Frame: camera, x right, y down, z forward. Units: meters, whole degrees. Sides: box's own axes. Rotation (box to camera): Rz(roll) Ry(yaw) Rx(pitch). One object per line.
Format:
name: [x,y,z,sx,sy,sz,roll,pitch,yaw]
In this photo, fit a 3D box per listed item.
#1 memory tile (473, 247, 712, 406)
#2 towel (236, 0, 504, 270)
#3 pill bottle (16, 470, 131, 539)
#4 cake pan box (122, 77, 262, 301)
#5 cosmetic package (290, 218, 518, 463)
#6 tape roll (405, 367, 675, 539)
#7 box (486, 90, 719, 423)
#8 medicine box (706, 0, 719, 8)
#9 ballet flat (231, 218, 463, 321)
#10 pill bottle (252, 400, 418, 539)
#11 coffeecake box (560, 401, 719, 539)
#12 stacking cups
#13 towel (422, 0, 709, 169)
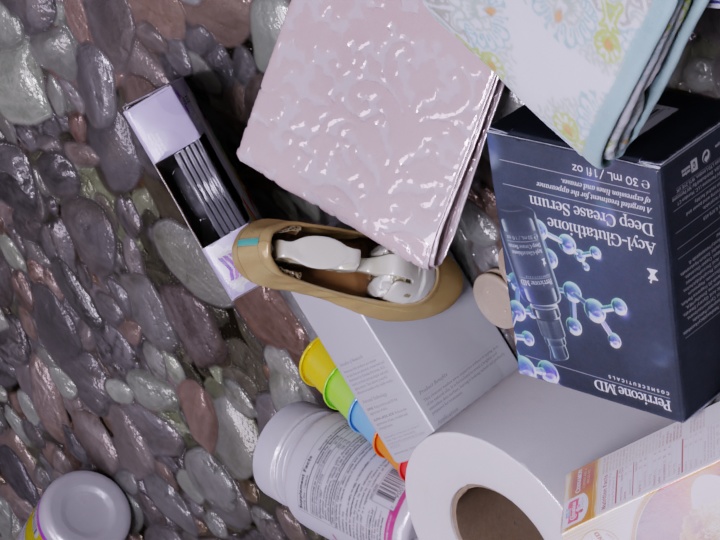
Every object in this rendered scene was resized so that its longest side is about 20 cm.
memory tile: [0.178,0.054,1.686,0.200,0.017,0.153,50,146,11]
towel: [0.012,-0.127,1.657,0.200,0.032,0.191,31,110,29]
pill bottle: [-0.332,0.308,2.465,0.104,0.104,0.200,50,147,9]
cake pan box: [-0.132,-0.073,1.851,0.184,0.052,0.200,59,-178,-5]
cosmetic package: [0.033,0.042,1.774,0.200,0.113,0.081,59,146,-1]
tape roll: [0.153,0.177,1.681,0.203,0.139,0.203,33,141,32]
box: [0.186,-0.018,1.519,0.148,0.107,0.200,15,126,40]
medicine box: [0.195,-0.263,1.320,0.200,0.103,0.182,13,128,47]
ballet flat: [0.000,0.000,1.683,0.063,0.200,0.069,163,112,-64]
pill bottle: [0.005,0.192,1.932,0.200,0.113,0.114,23,134,41]
coffeecake box: [0.264,0.175,1.513,0.200,0.073,0.154,-29,114,25]
stacking cups: [0.024,0.125,1.862,0.200,0.060,0.061,41,146,43]
towel: [0.127,-0.178,1.347,0.171,0.048,0.200,47,147,18]
